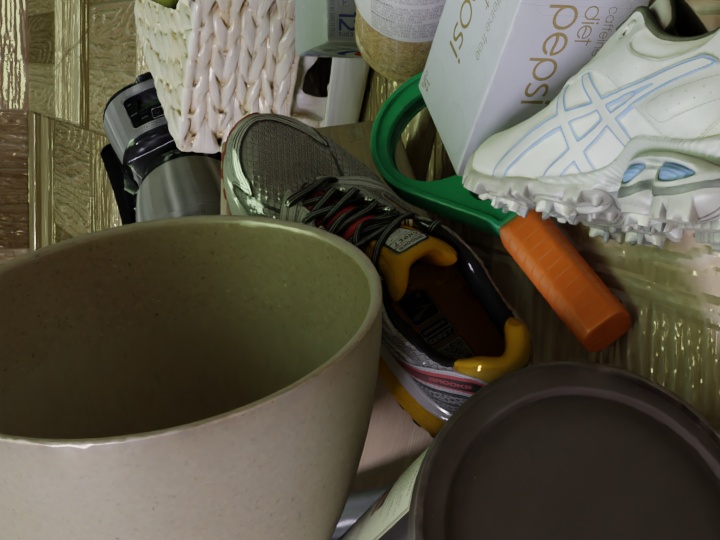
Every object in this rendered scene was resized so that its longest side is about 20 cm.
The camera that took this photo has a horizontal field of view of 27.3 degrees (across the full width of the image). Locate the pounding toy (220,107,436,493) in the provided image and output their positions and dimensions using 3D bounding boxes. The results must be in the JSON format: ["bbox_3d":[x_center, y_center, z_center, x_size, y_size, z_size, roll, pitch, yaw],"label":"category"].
[{"bbox_3d":[0.000,0.000,0.836,0.184,0.142,0.200,98,159,-55],"label":"pounding toy"}]

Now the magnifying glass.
[{"bbox_3d":[0.068,-0.034,0.719,0.022,0.080,0.200,52,-177,-46],"label":"magnifying glass"}]

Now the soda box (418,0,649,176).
[{"bbox_3d":[0.087,-0.135,0.645,0.200,0.064,0.068,107,153,-44],"label":"soda box"}]

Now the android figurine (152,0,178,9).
[{"bbox_3d":[-0.096,-0.264,0.918,0.200,0.041,0.182,-64,33,8],"label":"android figurine"}]

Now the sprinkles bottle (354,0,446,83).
[{"bbox_3d":[0.027,-0.162,0.717,0.200,0.068,0.068,84,177,-70],"label":"sprinkles bottle"}]

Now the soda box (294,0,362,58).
[{"bbox_3d":[-0.003,-0.231,0.891,0.068,0.063,0.201,-179,88,-71],"label":"soda box"}]

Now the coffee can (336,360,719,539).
[{"bbox_3d":[0.061,0.143,0.616,0.200,0.146,0.147,123,141,-59],"label":"coffee can"}]

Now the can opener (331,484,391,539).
[{"bbox_3d":[-0.010,0.148,0.820,0.067,0.200,0.053,-5,-100,-69],"label":"can opener"}]

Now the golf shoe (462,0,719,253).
[{"bbox_3d":[0.112,-0.060,0.592,0.200,0.078,0.097,8,85,63],"label":"golf shoe"}]

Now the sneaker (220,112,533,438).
[{"bbox_3d":[0.012,-0.010,0.708,0.200,0.078,0.082,43,156,15],"label":"sneaker"}]

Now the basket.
[{"bbox_3d":[-0.079,-0.179,1.021,0.200,0.123,0.136,-116,30,-48],"label":"basket"}]

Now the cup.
[{"bbox_3d":[-0.083,0.081,0.647,0.200,0.200,0.144,-131,31,-61],"label":"cup"}]

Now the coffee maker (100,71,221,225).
[{"bbox_3d":[-0.135,-0.028,1.173,0.200,0.134,0.192,-111,27,-44],"label":"coffee maker"}]
